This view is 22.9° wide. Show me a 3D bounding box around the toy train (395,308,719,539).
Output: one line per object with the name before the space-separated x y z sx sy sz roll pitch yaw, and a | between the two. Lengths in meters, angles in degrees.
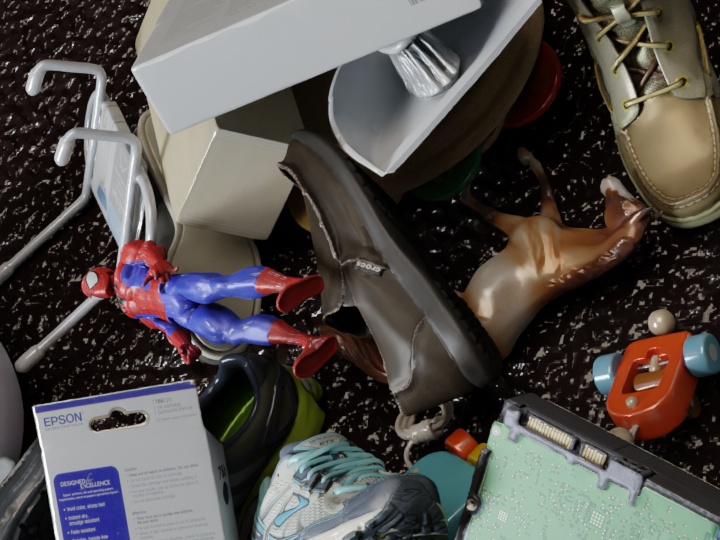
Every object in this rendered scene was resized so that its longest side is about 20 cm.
toy train | 0.105 0.103 0.970 0.199 0.056 0.150 -18 31 32

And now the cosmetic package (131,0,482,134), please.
cosmetic package | -0.022 -0.166 1.030 0.199 0.052 0.151 -20 29 20

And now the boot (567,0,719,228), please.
boot | 0.152 -0.135 1.001 0.072 0.155 0.201 -20 56 18

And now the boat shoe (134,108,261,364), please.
boat shoe | -0.108 -0.016 1.157 0.067 0.057 0.201 -5 56 -19

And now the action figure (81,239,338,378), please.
action figure | -0.099 0.018 1.037 0.052 0.066 0.200 -34 29 -33

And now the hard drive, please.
hard drive | 0.103 0.178 0.870 0.139 0.038 0.201 25 111 31

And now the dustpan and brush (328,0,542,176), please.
dustpan and brush | 0.019 -0.137 1.055 0.140 0.057 0.200 -49 16 1

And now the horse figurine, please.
horse figurine | 0.071 0.005 1.040 0.200 0.050 0.133 -41 46 1

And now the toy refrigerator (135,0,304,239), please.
toy refrigerator | -0.090 -0.114 1.147 0.076 0.070 0.200 -62 29 32

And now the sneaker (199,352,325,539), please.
sneaker | -0.100 0.132 1.047 0.074 0.081 0.201 18 75 36

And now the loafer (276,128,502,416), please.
loafer | 0.000 0.000 1.002 0.071 0.073 0.200 -39 56 7

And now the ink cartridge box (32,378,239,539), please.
ink cartridge box | -0.117 0.164 0.995 0.099 0.039 0.201 -8 93 9

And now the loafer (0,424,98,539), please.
loafer | -0.234 0.174 1.109 0.070 0.068 0.201 29 85 28

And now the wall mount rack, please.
wall mount rack | -0.194 -0.037 1.180 0.200 0.074 0.174 -124 41 -56

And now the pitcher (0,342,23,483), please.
pitcher | -0.302 0.066 1.183 0.121 0.172 0.201 -20 68 -21

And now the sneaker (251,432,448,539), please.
sneaker | -0.018 0.125 0.943 0.200 0.077 0.087 141 126 -60

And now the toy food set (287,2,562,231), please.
toy food set | 0.036 -0.120 1.114 0.197 0.049 0.201 -19 48 29
